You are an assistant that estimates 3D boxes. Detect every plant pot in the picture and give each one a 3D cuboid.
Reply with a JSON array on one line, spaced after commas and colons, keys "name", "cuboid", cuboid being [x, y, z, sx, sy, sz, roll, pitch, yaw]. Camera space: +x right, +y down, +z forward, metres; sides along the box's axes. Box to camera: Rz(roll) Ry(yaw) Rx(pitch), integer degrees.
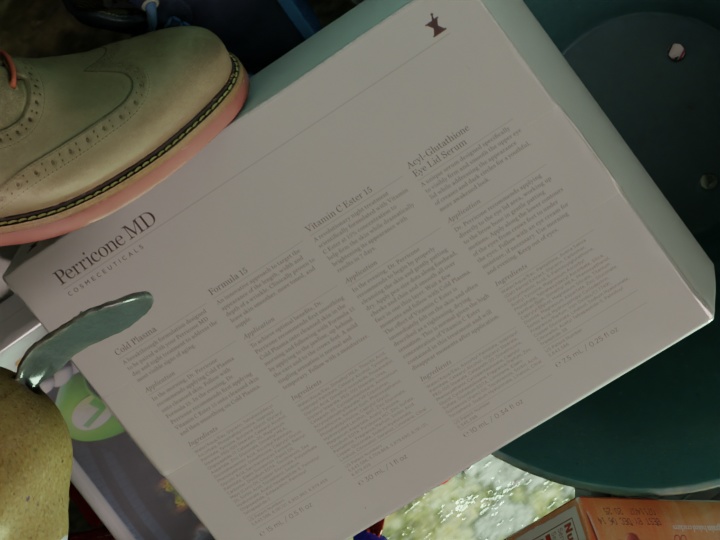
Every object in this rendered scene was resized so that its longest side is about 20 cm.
[{"name": "plant pot", "cuboid": [0.106, -0.035, 1.041, 0.199, 0.135, 0.201, 3, 111, 8]}]

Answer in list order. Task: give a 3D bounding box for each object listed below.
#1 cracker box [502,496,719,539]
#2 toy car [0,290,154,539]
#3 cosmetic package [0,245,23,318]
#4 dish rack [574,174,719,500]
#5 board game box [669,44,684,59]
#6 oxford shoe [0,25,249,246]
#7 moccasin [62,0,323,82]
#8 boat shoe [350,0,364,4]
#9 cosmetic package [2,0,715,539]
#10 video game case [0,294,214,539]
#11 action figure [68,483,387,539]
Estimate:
[{"name": "cracker box", "cuboid": [0.070, 0.151, 1.078, 0.134, 0.058, 0.200, 6, 150, -43]}, {"name": "toy car", "cuboid": [-0.128, 0.092, 0.936, 0.164, 0.158, 0.200, -40, 165, -49]}, {"name": "cosmetic package", "cuboid": [-0.205, -0.005, 0.982, 0.083, 0.051, 0.200, -51, 142, 12]}, {"name": "dish rack", "cuboid": [0.157, 0.021, 1.140, 0.044, 0.200, 0.172, 36, 120, -22]}, {"name": "board game box", "cuboid": [0.063, -0.041, 1.172, 0.200, 0.035, 0.135, -49, 142, 13]}, {"name": "oxford shoe", "cuboid": [-0.130, -0.048, 0.904, 0.200, 0.070, 0.075, -23, 119, -20]}, {"name": "moccasin", "cuboid": [-0.080, -0.116, 0.966, 0.068, 0.081, 0.200, -39, 129, 8]}, {"name": "boat shoe", "cuboid": [0.012, -0.161, 0.990, 0.072, 0.066, 0.200, -23, 140, -19]}, {"name": "cosmetic package", "cuboid": [0.000, 0.000, 0.969, 0.200, 0.052, 0.151, -32, 108, 19]}, {"name": "video game case", "cuboid": [-0.040, 0.030, 1.098, 0.182, 0.023, 0.200, -35, 143, -5]}, {"name": "action figure", "cuboid": [-0.028, 0.116, 1.224, 0.200, 0.099, 0.065, -12, 136, -35]}]
